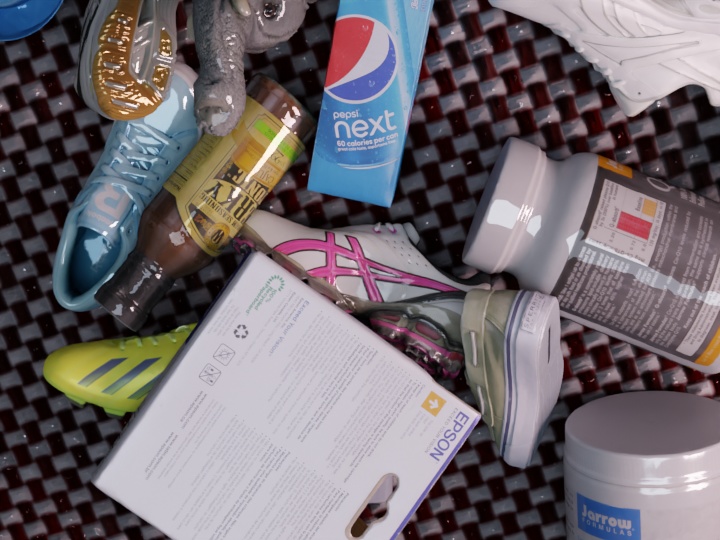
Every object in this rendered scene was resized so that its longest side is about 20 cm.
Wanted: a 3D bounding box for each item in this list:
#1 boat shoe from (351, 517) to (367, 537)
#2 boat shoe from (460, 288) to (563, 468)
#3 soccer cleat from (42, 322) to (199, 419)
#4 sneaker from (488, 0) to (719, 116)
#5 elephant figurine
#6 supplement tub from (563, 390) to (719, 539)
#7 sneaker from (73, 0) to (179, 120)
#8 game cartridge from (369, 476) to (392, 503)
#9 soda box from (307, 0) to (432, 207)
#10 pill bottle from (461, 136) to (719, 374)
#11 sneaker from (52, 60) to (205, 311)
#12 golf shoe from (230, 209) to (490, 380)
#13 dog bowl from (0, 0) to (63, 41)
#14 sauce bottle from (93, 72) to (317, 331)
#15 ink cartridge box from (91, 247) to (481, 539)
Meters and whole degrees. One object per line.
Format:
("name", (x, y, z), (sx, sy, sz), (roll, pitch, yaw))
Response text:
("boat shoe", (-0.080, 0.173, 1.091), (0.200, 0.073, 0.065), (40, 124, 7))
("boat shoe", (0.107, 0.072, 1.049), (0.062, 0.072, 0.201), (19, 147, 18))
("soccer cleat", (-0.127, 0.064, 1.059), (0.198, 0.065, 0.084), (7, 115, -11))
("sneaker", (0.178, -0.157, 1.007), (0.198, 0.078, 0.100), (13, 110, 3))
("elephant figurine", (-0.073, -0.208, 0.959), (0.154, 0.141, 0.202), (-22, 102, -9))
("supplement tub", (0.216, 0.204, 1.076), (0.131, 0.132, 0.202), (-4, 106, 7))
("sneaker", (-0.158, -0.205, 1.029), (0.075, 0.087, 0.202), (21, 85, -30))
("game cartridge", (-0.072, 0.108, 1.129), (0.198, 0.042, 0.134), (3, 110, 5))
("soda box", (0.012, -0.153, 1.027), (0.064, 0.068, 0.202), (11, 107, 2))
("pill bottle", (0.179, -0.014, 1.024), (0.198, 0.116, 0.117), (22, 107, -1))
("sneaker", (-0.168, -0.054, 1.067), (0.073, 0.082, 0.201), (22, 107, -2))
("golf shoe", (0.000, 0.000, 1.081), (0.199, 0.073, 0.093), (28, 73, 4))
("dog bowl", (-0.294, -0.241, 1.045), (0.198, 0.050, 0.112), (23, 107, -1))
("sauce bottle", (-0.112, -0.046, 1.044), (0.065, 0.065, 0.201), (38, 88, -6))
("ink cartridge box", (-0.051, 0.120, 1.024), (0.199, 0.043, 0.197), (36, 91, -11))
